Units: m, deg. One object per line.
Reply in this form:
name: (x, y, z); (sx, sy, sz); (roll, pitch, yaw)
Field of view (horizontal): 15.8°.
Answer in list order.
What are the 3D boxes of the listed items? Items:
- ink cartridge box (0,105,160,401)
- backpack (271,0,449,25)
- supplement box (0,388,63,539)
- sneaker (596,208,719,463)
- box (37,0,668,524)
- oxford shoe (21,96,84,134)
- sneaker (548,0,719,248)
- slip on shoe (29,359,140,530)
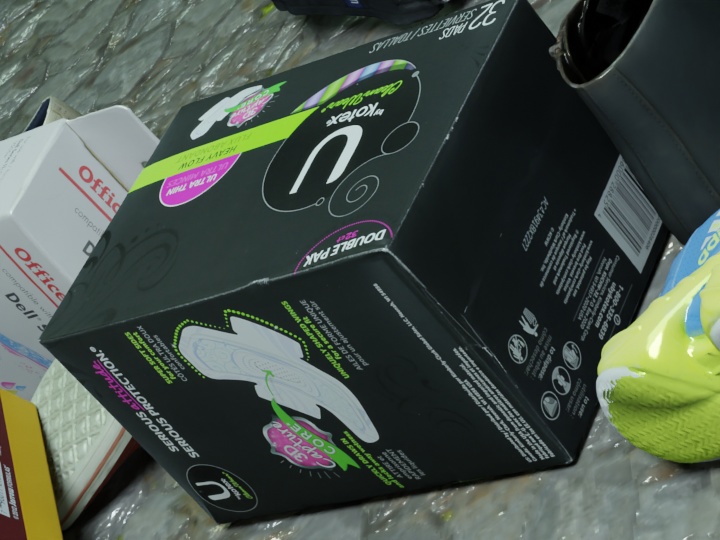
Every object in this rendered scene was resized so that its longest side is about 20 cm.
ink cartridge box: (-0.157, -0.001, 1.271); (0.200, 0.117, 0.067); (-16, 37, 43)
backpack: (-0.021, -0.232, 1.373); (0.190, 0.200, 0.154); (-17, 30, 53)
supplement box: (-0.246, 0.112, 1.092); (0.133, 0.200, 0.197); (-58, 23, 14)
sneaker: (0.167, -0.005, 0.879); (0.200, 0.076, 0.105); (-19, 33, 40)
box: (0.000, 0.000, 1.048); (0.200, 0.124, 0.149); (-14, 37, 42)
oxford shoe: (-0.219, -0.015, 1.428); (0.200, 0.074, 0.071); (-43, 26, -3)
sneaker: (0.139, -0.104, 1.033); (0.075, 0.106, 0.200); (-25, 31, 31)
slip on shoe: (-0.091, 0.040, 1.192); (0.200, 0.061, 0.074); (-55, 38, 4)
